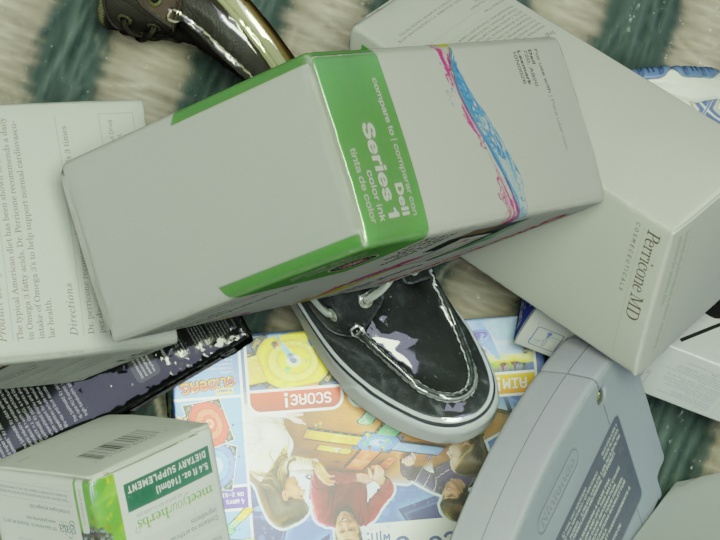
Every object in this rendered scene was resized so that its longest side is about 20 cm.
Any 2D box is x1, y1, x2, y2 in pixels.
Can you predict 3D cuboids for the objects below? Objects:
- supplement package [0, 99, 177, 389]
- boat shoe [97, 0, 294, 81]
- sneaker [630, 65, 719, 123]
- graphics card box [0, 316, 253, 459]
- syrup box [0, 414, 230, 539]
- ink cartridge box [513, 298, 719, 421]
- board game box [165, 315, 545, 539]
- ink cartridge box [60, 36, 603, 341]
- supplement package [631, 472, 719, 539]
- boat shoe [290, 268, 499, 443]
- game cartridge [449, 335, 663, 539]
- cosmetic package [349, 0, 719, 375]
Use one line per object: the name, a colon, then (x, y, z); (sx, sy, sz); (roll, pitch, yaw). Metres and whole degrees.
supplement package: (-0.201, -0.005, 0.963); (0.200, 0.117, 0.117); (-4, 82, -29)
boat shoe: (-0.110, -0.149, 1.119); (0.065, 0.073, 0.200); (-44, 81, 0)
sneaker: (0.184, -0.061, 1.157); (0.200, 0.075, 0.088); (-4, 83, -10)
graphics card box: (-0.169, 0.031, 1.082); (0.200, 0.051, 0.126); (-31, 85, -1)
syrup box: (-0.106, 0.176, 1.023); (0.079, 0.081, 0.200); (-22, 107, -45)
ink cartridge box: (0.185, 0.028, 1.147); (0.200, 0.044, 0.094); (22, 47, -8)
board game box: (0.001, 0.096, 1.133); (0.200, 0.034, 0.135); (-3, 86, -10)
ink cartridge box: (-0.007, -0.038, 0.950); (0.200, 0.145, 0.084); (-12, 83, -55)
supplement package: (0.201, 0.184, 1.051); (0.200, 0.156, 0.111); (-42, 109, -49)
boat shoe: (0.000, 0.000, 1.097); (0.072, 0.068, 0.200); (-32, 74, -20)
game cartridge: (0.094, 0.133, 1.069); (0.200, 0.042, 0.133); (-59, 139, -35)
cosmetic package: (0.091, -0.054, 1.076); (0.200, 0.108, 0.085); (35, 52, 26)
